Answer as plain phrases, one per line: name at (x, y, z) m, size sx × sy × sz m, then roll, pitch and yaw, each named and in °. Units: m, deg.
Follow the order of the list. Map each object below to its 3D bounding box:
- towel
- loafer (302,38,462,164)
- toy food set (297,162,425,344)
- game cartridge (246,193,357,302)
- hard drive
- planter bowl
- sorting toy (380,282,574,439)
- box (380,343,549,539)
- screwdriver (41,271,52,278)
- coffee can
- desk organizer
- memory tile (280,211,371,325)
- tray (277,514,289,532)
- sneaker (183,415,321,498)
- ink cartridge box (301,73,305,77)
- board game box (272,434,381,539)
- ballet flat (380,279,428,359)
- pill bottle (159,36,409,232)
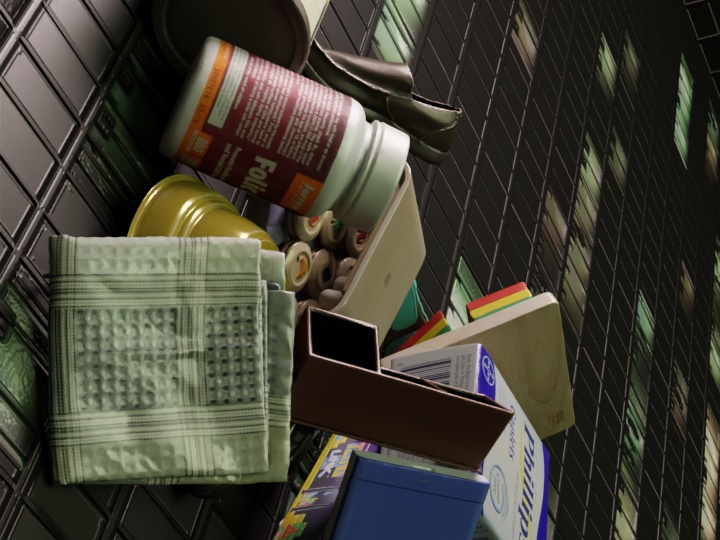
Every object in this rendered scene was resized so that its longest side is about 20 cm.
towel at (-0.141, 0.069, 1.138) m, size 0.199 × 0.035 × 0.193 m, roll 2°, pitch 82°, yaw -27°
loafer at (0.019, -0.185, 1.486) m, size 0.200 × 0.071 × 0.073 m, roll 31°, pitch 14°, yaw -23°
toy food set at (0.000, 0.000, 1.430) m, size 0.200 × 0.060 × 0.144 m, roll -62°, pitch 159°, yaw -25°
game cartridge at (-0.048, -0.033, 1.443) m, size 0.200 × 0.038 × 0.130 m, roll -11°, pitch 114°, yaw -60°
hard drive at (0.024, 0.265, 1.301) m, size 0.132 × 0.025 × 0.201 m, roll 14°, pitch 99°, yaw -22°
planter bowl at (-0.116, 0.019, 1.245) m, size 0.200 × 0.083 × 0.201 m, roll 1°, pitch 90°, yaw -67°
sorting toy at (0.119, 0.117, 1.593) m, size 0.070 × 0.198 × 0.200 m, roll -119°, pitch -169°, yaw -46°
box at (0.106, 0.207, 1.462) m, size 0.200 × 0.105 × 0.184 m, roll 56°, pitch 31°, yaw -41°
screwdriver at (-0.194, -0.009, 1.199) m, size 0.029 × 0.028 × 0.200 m, roll 38°, pitch 23°, yaw 9°
coffee can at (-0.096, -0.276, 1.380) m, size 0.147 × 0.146 × 0.200 m, roll 60°, pitch 31°, yaw -33°
desk organizer at (0.029, 0.105, 1.297) m, size 0.199 × 0.077 × 0.072 m, roll 17°, pitch 36°, yaw -16°
memory tile at (-0.045, 0.027, 1.422) m, size 0.153 × 0.017 × 0.201 m, roll 19°, pitch 85°, yaw -61°
tray at (-0.029, 0.259, 1.432) m, size 0.200 × 0.022 × 0.108 m, roll -30°, pitch 106°, yaw -63°
sneaker at (-0.084, 0.161, 1.308) m, size 0.200 × 0.076 × 0.088 m, roll -40°, pitch 136°, yaw -50°
ink cartridge box at (-0.051, -0.135, 1.525) m, size 0.200 × 0.044 × 0.094 m, roll 53°, pitch 34°, yaw -41°
board game box at (0.002, 0.260, 1.406) m, size 0.166 × 0.057 × 0.200 m, roll 68°, pitch 28°, yaw -23°
ballet flat at (0.039, 0.052, 1.598) m, size 0.070 × 0.067 × 0.200 m, roll -117°, pitch -170°, yaw -47°
pill bottle at (-0.066, -0.115, 1.302) m, size 0.199 × 0.114 × 0.114 m, roll 23°, pitch 48°, yaw -11°
